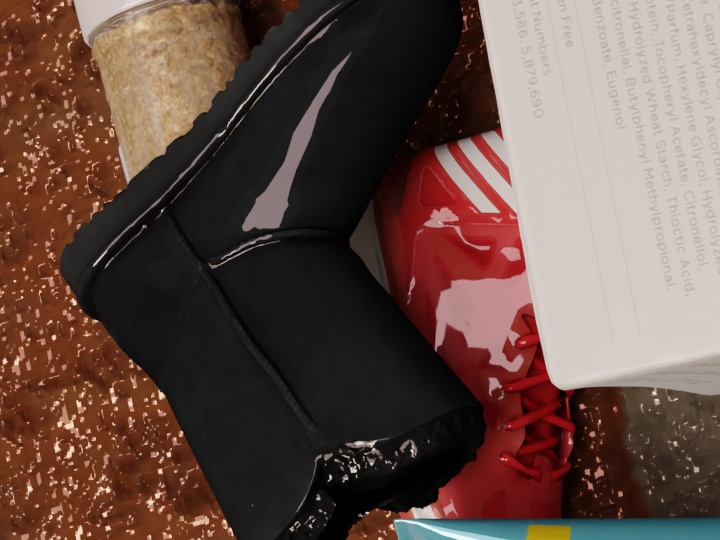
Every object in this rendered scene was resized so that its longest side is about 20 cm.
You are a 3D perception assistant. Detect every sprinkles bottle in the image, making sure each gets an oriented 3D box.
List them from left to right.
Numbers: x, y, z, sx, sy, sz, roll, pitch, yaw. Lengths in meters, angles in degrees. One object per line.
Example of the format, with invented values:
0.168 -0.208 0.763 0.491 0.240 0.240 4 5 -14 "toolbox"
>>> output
-0.061 -0.035 1.185 0.068 0.068 0.201 -21 79 24 "sprinkles bottle"

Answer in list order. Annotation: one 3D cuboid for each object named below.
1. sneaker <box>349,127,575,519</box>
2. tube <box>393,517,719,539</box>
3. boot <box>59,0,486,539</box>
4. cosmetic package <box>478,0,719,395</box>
0.066 0.036 1.113 0.115 0.078 0.201 -26 78 25 "sneaker"
0.116 0.115 1.051 0.199 0.050 0.078 -2 124 15 "tube"
0.000 0.000 1.080 0.200 0.076 0.168 -43 63 7 "boot"
0.171 -0.055 1.014 0.199 0.165 0.166 -13 82 27 "cosmetic package"
